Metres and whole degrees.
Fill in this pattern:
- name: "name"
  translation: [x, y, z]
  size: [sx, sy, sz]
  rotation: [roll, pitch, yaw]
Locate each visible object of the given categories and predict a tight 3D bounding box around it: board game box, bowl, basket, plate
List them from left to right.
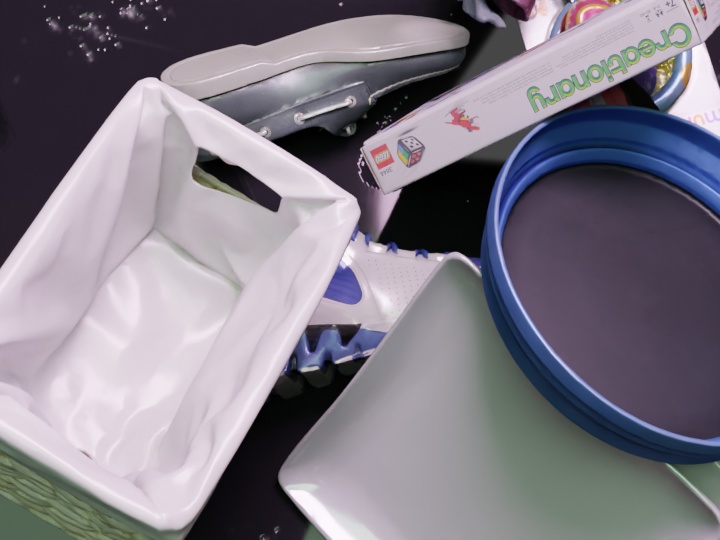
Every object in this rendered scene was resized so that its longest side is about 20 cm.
- name: "basket"
  translation: [-0.107, 0.033, 0.674]
  size: [0.134, 0.124, 0.201]
  rotation: [30, 59, -2]
- name: "plate"
  translation: [0.071, 0.122, 0.742]
  size: [0.200, 0.032, 0.200]
  rotation: [45, 122, 13]
- name: "board game box"
  translation: [0.108, -0.111, 0.761]
  size: [0.198, 0.126, 0.035]
  rotation: [-24, 98, 30]
- name: "bowl"
  translation: [0.153, 0.006, 0.701]
  size: [0.198, 0.039, 0.203]
  rotation: [10, 56, -15]

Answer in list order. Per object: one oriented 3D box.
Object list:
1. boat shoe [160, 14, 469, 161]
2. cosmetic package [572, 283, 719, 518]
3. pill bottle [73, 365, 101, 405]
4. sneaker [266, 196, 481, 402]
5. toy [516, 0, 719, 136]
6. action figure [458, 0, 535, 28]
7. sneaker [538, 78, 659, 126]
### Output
- name: "boat shoe"
  translation: [-0.025, -0.116, 0.858]
  size: [0.197, 0.073, 0.063]
  rotation: [-13, 117, -9]
- name: "cosmetic package"
  translation: [0.180, 0.106, 0.741]
  size: [0.084, 0.108, 0.201]
  rotation: [-30, 74, -41]
- name: "pill bottle"
  translation: [-0.189, 0.072, 0.772]
  size: [0.197, 0.112, 0.114]
  rotation: [20, 76, 8]
- name: "sneaker"
  translation: [-0.001, 0.000, 0.802]
  size: [0.196, 0.081, 0.117]
  rotation: [-14, 76, 0]
- name: "toy"
  translation: [0.161, -0.159, 0.858]
  size: [0.113, 0.047, 0.203]
  rotation: [-15, 74, 0]
- name: "action figure"
  translation: [0.102, -0.254, 0.811]
  size: [0.134, 0.148, 0.202]
  rotation: [43, 111, 40]
- name: "sneaker"
  translation: [0.163, -0.013, 0.817]
  size: [0.086, 0.073, 0.203]
  rotation: [-23, 83, 28]
